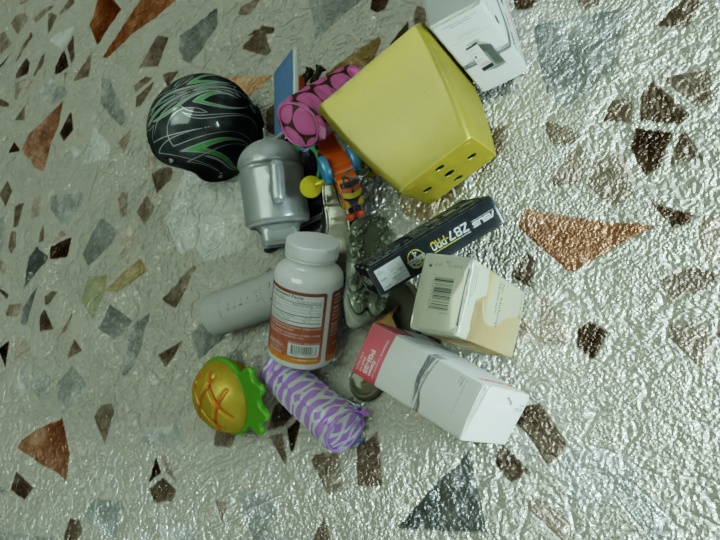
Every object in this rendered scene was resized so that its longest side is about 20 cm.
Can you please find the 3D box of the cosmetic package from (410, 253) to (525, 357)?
[{"bbox_3d":[0.151,0.052,1.046,0.071,0.200,0.106,8,83,33],"label":"cosmetic package"}]

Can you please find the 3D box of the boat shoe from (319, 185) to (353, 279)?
[{"bbox_3d":[-0.039,-0.062,1.312,0.066,0.057,0.201,1,79,6],"label":"boat shoe"}]

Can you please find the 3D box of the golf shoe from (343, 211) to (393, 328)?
[{"bbox_3d":[0.000,0.000,1.247,0.097,0.078,0.201,123,161,-54],"label":"golf shoe"}]

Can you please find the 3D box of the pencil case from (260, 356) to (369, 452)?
[{"bbox_3d":[-0.077,0.204,1.234,0.200,0.084,0.086,34,85,37],"label":"pencil case"}]

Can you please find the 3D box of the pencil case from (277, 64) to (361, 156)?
[{"bbox_3d":[-0.048,-0.272,1.276,0.093,0.091,0.200,14,39,27],"label":"pencil case"}]

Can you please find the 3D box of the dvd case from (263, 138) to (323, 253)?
[{"bbox_3d":[-0.131,-0.148,1.417,0.148,0.016,0.201,-24,63,26],"label":"dvd case"}]

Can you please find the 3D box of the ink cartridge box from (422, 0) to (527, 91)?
[{"bbox_3d":[0.168,-0.387,1.164,0.083,0.200,0.147,-21,66,25],"label":"ink cartridge box"}]

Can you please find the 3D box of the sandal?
[{"bbox_3d":[0.033,0.110,1.202,0.082,0.055,0.201,35,98,36],"label":"sandal"}]

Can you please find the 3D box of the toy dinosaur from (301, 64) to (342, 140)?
[{"bbox_3d":[-0.097,-0.314,1.406,0.199,0.077,0.103,18,80,34],"label":"toy dinosaur"}]

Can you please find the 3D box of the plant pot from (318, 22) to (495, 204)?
[{"bbox_3d":[0.091,-0.217,1.180,0.200,0.200,0.177,-35,72,19],"label":"plant pot"}]

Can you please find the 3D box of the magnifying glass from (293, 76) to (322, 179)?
[{"bbox_3d":[-0.100,-0.239,1.361,0.079,0.022,0.201,-7,88,48],"label":"magnifying glass"}]

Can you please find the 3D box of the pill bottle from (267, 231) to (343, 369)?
[{"bbox_3d":[-0.085,0.046,1.226,0.112,0.112,0.201,24,116,37],"label":"pill bottle"}]

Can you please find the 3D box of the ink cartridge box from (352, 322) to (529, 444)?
[{"bbox_3d":[0.112,0.157,1.076,0.200,0.146,0.083,28,94,37],"label":"ink cartridge box"}]

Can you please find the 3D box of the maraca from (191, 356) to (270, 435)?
[{"bbox_3d":[-0.215,0.214,1.303,0.200,0.107,0.138,-2,103,49],"label":"maraca"}]

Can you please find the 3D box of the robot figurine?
[{"bbox_3d":[-0.150,-0.140,1.333,0.170,0.112,0.201,164,98,-75],"label":"robot figurine"}]

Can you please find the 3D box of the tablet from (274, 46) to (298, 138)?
[{"bbox_3d":[-0.133,-0.311,1.376,0.200,0.014,0.131,-173,82,-74],"label":"tablet"}]

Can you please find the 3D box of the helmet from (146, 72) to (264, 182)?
[{"bbox_3d":[-0.300,-0.276,1.462,0.199,0.190,0.201,-11,70,32],"label":"helmet"}]

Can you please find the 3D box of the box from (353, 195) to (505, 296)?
[{"bbox_3d":[0.091,-0.037,1.103,0.199,0.161,0.049,-31,97,-5],"label":"box"}]

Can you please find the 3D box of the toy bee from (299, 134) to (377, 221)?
[{"bbox_3d":[-0.033,-0.138,1.240,0.130,0.109,0.200,-8,31,9],"label":"toy bee"}]

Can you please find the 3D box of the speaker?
[{"bbox_3d":[-0.187,0.053,1.357,0.199,0.081,0.082,-20,66,29],"label":"speaker"}]
